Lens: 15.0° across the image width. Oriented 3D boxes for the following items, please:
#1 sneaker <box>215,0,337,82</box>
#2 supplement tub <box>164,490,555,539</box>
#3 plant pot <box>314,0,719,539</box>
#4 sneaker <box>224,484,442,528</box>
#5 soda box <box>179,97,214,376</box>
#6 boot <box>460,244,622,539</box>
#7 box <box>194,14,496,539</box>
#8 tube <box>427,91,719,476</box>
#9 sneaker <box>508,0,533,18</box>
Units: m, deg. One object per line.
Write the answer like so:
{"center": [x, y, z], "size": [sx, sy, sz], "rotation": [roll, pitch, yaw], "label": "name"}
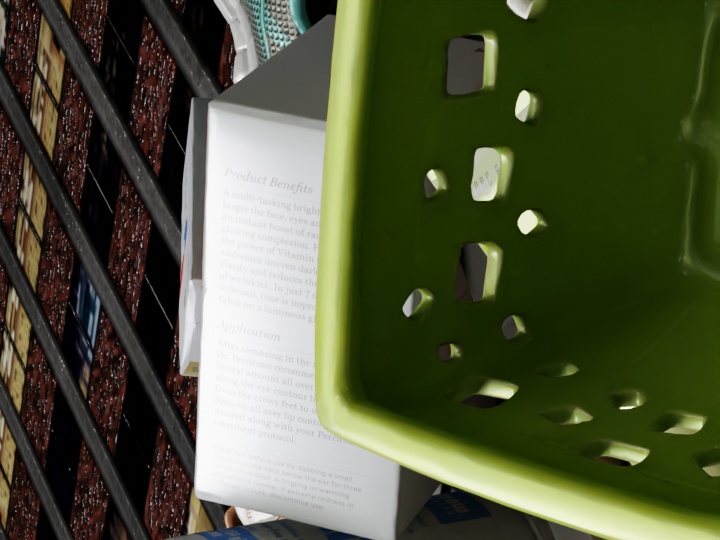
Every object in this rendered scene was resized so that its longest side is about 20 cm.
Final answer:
{"center": [-0.034, -0.158, 1.463], "size": [0.091, 0.077, 0.201], "rotation": [-39, 63, 44], "label": "sneaker"}
{"center": [0.001, 0.180, 1.313], "size": [0.132, 0.199, 0.133], "rotation": [172, 90, -66], "label": "supplement tub"}
{"center": [0.118, -0.031, 0.912], "size": [0.199, 0.181, 0.201], "rotation": [17, 109, 39], "label": "plant pot"}
{"center": [-0.018, 0.121, 1.485], "size": [0.200, 0.084, 0.073], "rotation": [132, 128, -58], "label": "sneaker"}
{"center": [-0.063, -0.019, 1.487], "size": [0.200, 0.068, 0.064], "rotation": [-95, 12, -59], "label": "soda box"}
{"center": [0.102, 0.047, 1.201], "size": [0.074, 0.075, 0.201], "rotation": [156, 100, -74], "label": "boot"}
{"center": [0.000, 0.000, 1.292], "size": [0.106, 0.152, 0.201], "rotation": [11, 114, 18], "label": "box"}
{"center": [0.103, 0.022, 1.139], "size": [0.200, 0.058, 0.052], "rotation": [58, 177, 8], "label": "tube"}
{"center": [0.104, -0.183, 1.106], "size": [0.075, 0.076, 0.201], "rotation": [25, 131, 27], "label": "sneaker"}
